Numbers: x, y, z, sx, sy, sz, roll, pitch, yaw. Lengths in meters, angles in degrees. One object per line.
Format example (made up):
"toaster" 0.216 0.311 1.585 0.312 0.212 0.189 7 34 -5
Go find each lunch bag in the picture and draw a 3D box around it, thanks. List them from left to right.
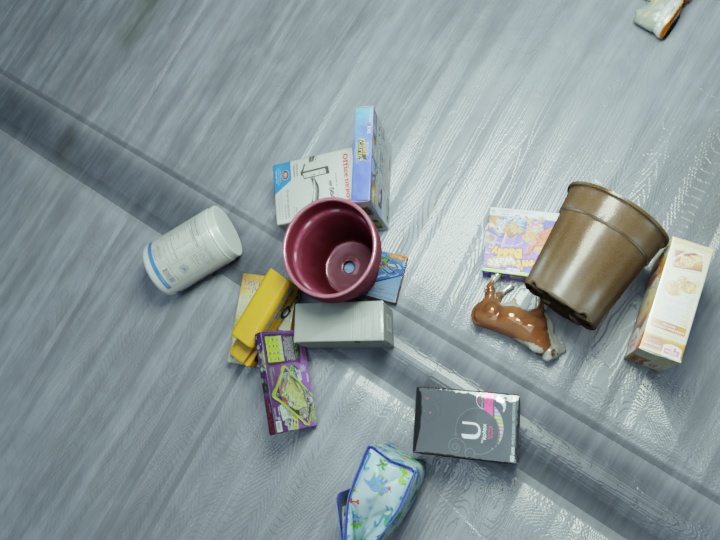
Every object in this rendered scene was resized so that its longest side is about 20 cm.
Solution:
"lunch bag" 0.031 0.435 1.119 0.124 0.170 0.205 21 84 19

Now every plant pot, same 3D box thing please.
"plant pot" -0.040 -0.025 1.230 0.193 0.179 0.207 -4 75 15
"plant pot" 0.407 -0.018 1.076 0.198 0.200 0.201 35 90 20

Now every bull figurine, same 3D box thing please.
"bull figurine" 0.319 0.093 1.181 0.195 0.065 0.124 21 76 14

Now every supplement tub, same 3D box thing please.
"supplement tub" -0.386 -0.044 1.378 0.196 0.132 0.135 -29 70 6

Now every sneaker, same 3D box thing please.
"sneaker" 0.652 -0.593 1.258 0.091 0.076 0.202 34 86 25

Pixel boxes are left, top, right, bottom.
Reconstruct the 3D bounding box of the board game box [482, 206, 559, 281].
"board game box" 0.353 -0.048 1.217 0.193 0.045 0.139 7 78 17

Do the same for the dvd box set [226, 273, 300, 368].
"dvd box set" -0.214 0.115 1.342 0.141 0.029 0.207 5 78 16

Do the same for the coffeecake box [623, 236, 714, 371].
"coffeecake box" 0.549 0.066 1.075 0.071 0.154 0.205 18 81 18

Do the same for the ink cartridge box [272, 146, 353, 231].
"ink cartridge box" -0.090 -0.178 1.353 0.194 0.084 0.151 -11 73 13

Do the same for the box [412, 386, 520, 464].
"box" 0.203 0.293 1.140 0.193 0.106 0.127 1 76 16

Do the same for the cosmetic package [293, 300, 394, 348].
"cosmetic package" -0.034 0.115 1.253 0.193 0.107 0.093 -6 75 16

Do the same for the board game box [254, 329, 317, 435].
"board game box" -0.154 0.228 1.245 0.032 0.118 0.207 -23 72 43

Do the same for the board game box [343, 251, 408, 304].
"board game box" 0.000 0.000 1.318 0.194 0.019 0.106 14 82 19

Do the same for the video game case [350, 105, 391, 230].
"video game case" 0.025 -0.212 1.277 0.044 0.181 0.207 -1 75 14

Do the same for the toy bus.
"toy bus" -0.212 0.103 1.286 0.064 0.078 0.203 30 86 19
